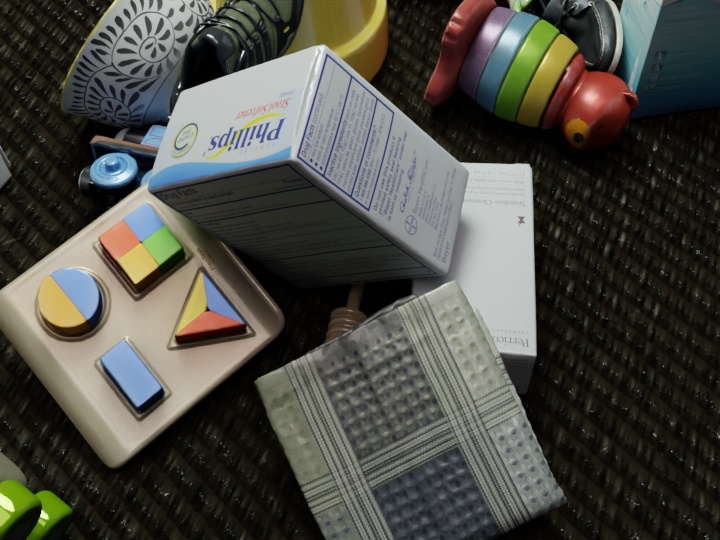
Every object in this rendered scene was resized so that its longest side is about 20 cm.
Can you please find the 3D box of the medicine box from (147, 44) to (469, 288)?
[{"bbox_3d":[-0.041,-0.075,0.803,0.180,0.199,0.104,-5,61,42],"label":"medicine box"}]

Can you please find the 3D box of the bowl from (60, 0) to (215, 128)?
[{"bbox_3d":[-0.205,-0.212,0.973,0.094,0.201,0.202,38,63,-5],"label":"bowl"}]

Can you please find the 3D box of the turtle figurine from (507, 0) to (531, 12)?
[{"bbox_3d":[0.125,-0.365,0.981,0.194,0.200,0.144,44,80,-2],"label":"turtle figurine"}]

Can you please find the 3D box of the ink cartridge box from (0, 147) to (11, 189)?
[{"bbox_3d":[-0.441,-0.079,0.897,0.083,0.147,0.201,21,59,17],"label":"ink cartridge box"}]

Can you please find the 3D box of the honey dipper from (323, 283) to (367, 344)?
[{"bbox_3d":[0.000,0.000,0.900,0.037,0.038,0.202,8,54,7],"label":"honey dipper"}]

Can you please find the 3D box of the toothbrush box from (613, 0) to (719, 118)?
[{"bbox_3d":[0.343,-0.258,0.954,0.144,0.201,0.086,-9,57,-3],"label":"toothbrush box"}]

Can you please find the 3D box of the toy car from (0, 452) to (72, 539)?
[{"bbox_3d":[-0.351,0.211,0.716,0.163,0.158,0.201,34,75,10],"label":"toy car"}]

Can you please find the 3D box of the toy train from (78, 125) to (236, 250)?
[{"bbox_3d":[-0.173,-0.088,0.934,0.197,0.087,0.115,12,49,12],"label":"toy train"}]

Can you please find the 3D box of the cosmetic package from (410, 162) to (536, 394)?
[{"bbox_3d":[0.100,0.004,0.863,0.111,0.082,0.202,2,57,1],"label":"cosmetic package"}]

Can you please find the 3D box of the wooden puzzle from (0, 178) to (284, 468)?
[{"bbox_3d":[-0.193,0.037,0.825,0.199,0.046,0.186,-40,84,-11],"label":"wooden puzzle"}]

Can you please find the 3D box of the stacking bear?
[{"bbox_3d":[0.183,-0.193,0.976,0.198,0.122,0.114,30,53,10],"label":"stacking bear"}]

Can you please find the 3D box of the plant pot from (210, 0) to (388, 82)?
[{"bbox_3d":[-0.069,-0.307,1.006,0.197,0.190,0.203,-1,58,1],"label":"plant pot"}]

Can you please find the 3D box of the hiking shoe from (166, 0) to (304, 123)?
[{"bbox_3d":[-0.110,-0.208,0.870,0.075,0.101,0.202,29,91,-5],"label":"hiking shoe"}]

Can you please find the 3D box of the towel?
[{"bbox_3d":[0.038,0.132,0.761,0.191,0.035,0.202,-26,84,1],"label":"towel"}]

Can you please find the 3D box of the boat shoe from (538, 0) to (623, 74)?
[{"bbox_3d":[0.226,-0.283,1.037,0.065,0.075,0.201,5,51,-15],"label":"boat shoe"}]
